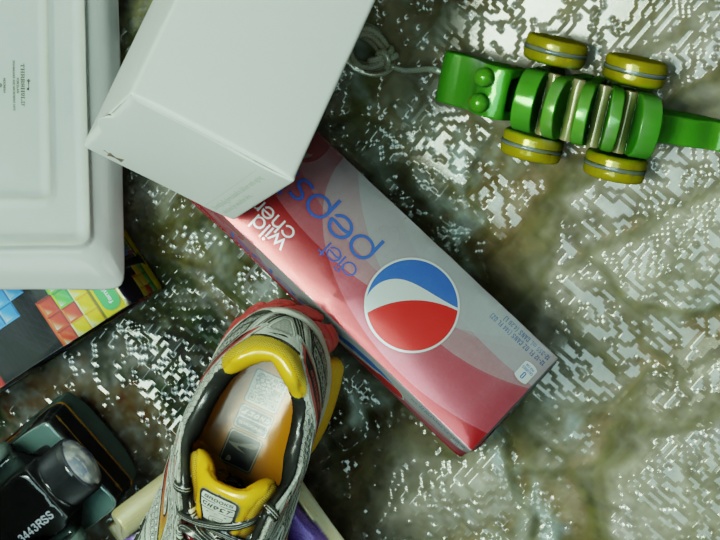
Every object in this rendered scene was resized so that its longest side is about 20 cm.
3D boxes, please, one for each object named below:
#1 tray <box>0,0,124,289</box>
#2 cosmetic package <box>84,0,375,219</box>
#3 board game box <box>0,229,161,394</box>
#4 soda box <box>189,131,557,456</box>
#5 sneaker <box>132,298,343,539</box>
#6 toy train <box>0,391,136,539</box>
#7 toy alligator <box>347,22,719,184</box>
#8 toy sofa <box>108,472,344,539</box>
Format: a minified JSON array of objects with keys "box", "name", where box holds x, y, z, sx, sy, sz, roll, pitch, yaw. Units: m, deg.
[{"box":[-0.170,-0.090,1.041,0.107,0.022,0.200,-1,82,-12],"name":"tray"},{"box":[-0.040,-0.134,0.955,0.085,0.108,0.200,26,76,-13],"name":"cosmetic package"},{"box":[-0.226,-0.028,1.097,0.165,0.057,0.200,-33,90,16],"name":"board game box"},{"box":[0.000,0.000,1.028,0.200,0.070,0.063,43,84,4],"name":"soda box"},{"box":[-0.068,0.111,0.973,0.078,0.082,0.200,15,97,5],"name":"sneaker"},{"box":[-0.202,0.145,1.089,0.200,0.114,0.085,-40,95,18],"name":"toy train"},{"box":[0.078,-0.083,1.011,0.200,0.054,0.059,15,102,11],"name":"toy alligator"},{"box":[-0.034,0.177,1.048,0.083,0.098,0.200,-36,90,-14],"name":"toy sofa"}]
